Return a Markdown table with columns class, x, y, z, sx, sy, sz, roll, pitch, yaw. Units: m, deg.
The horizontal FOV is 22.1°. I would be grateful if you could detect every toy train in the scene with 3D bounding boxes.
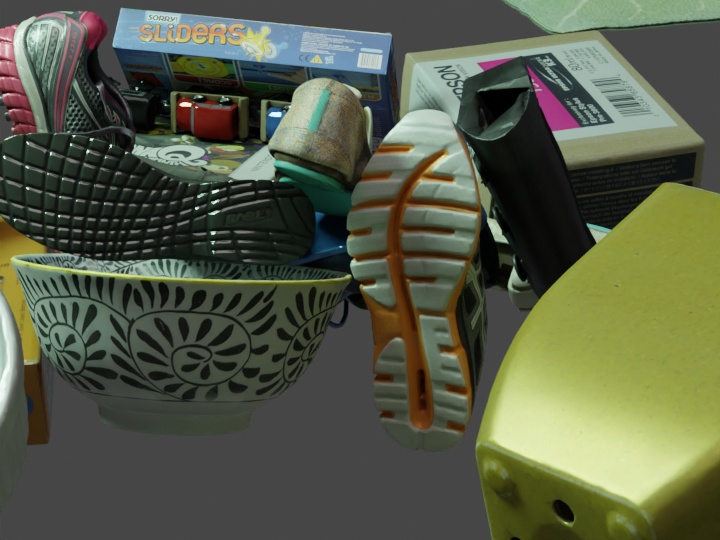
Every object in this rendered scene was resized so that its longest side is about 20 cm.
| class | x | y | z | sx | sy | sz | roll | pitch | yaw |
| --- | --- | --- | --- | --- | --- | --- | --- | --- | --- |
| toy train | -0.105 | -0.112 | 1.325 | 0.199 | 0.034 | 0.046 | 6 | 19 | 9 |

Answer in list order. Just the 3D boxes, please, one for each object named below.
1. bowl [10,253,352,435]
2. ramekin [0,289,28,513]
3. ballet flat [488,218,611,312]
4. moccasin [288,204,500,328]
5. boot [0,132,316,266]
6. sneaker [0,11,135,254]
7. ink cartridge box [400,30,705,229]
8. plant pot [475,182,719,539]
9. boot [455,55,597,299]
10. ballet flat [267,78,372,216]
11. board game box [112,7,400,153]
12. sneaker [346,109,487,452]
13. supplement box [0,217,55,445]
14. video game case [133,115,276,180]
| class | x | y | z | sx | sy | sz | roll | pitch | yaw |
| --- | --- | --- | --- | --- | --- | --- | --- | --- | --- |
| bowl | -0.106 | 0.043 | 1.078 | 0.199 | 0.095 | 0.201 | 4 | 4 | 0 |
| ramekin | -0.269 | 0.080 | 0.985 | 0.201 | 0.094 | 0.203 | -3 | 56 | 5 |
| ballet flat | 0.096 | 0.000 | 1.224 | 0.199 | 0.068 | 0.063 | 11 | 52 | 28 |
| moccasin | 0.000 | 0.000 | 1.194 | 0.199 | 0.068 | 0.081 | -2 | 36 | 43 |
| boot | -0.127 | -0.033 | 1.119 | 0.199 | 0.068 | 0.131 | 10 | -3 | -10 |
| sneaker | -0.174 | -0.067 | 1.189 | 0.074 | 0.201 | 0.081 | -17 | 14 | 3 |
| ink cartridge box | 0.137 | -0.099 | 1.360 | 0.164 | 0.076 | 0.200 | -8 | 33 | -16 |
| plant pot | 0.169 | 0.102 | 0.912 | 0.199 | 0.197 | 0.194 | -31 | 32 | -31 |
| boot | 0.119 | -0.007 | 1.083 | 0.065 | 0.201 | 0.165 | -21 | 29 | 0 |
| ballet flat | -0.016 | -0.075 | 1.108 | 0.068 | 0.068 | 0.200 | 16 | -5 | -1 |
| board game box | -0.073 | -0.137 | 1.366 | 0.199 | 0.136 | 0.035 | 7 | 69 | 6 |
| sneaker | 0.039 | 0.002 | 1.086 | 0.078 | 0.201 | 0.077 | 7 | 20 | 17 |
| supplement box | -0.225 | 0.029 | 1.155 | 0.066 | 0.069 | 0.200 | -3 | 30 | -4 |
| video game case | -0.142 | -0.075 | 1.316 | 0.199 | 0.036 | 0.181 | 8 | 17 | 12 |
